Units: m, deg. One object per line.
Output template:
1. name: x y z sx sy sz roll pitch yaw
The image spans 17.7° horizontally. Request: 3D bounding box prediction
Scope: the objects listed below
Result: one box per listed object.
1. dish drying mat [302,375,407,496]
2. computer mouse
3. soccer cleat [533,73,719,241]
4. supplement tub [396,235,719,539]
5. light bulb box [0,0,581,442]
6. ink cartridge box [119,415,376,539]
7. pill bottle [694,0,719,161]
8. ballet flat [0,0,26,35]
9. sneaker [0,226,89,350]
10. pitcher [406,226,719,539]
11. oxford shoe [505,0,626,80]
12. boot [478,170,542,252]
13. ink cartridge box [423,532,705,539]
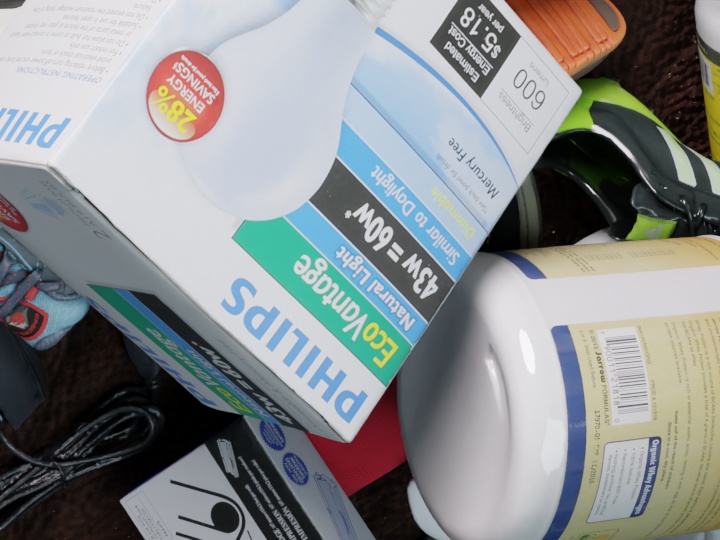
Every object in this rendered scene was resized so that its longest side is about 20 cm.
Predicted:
1. dish drying mat: -0.020 0.094 1.213 0.200 0.018 0.077 -35 134 26
2. computer mouse: -0.167 0.041 1.135 0.140 0.046 0.200 -28 126 -13
3. soccer cleat: 0.178 -0.029 1.220 0.081 0.200 0.068 -52 170 -47
4. supplement tub: 0.133 0.058 1.116 0.199 0.144 0.145 -4 117 -25
5. light bulb box: -0.045 -0.066 1.011 0.198 0.125 0.200 44 71 -31
6. ink cartridge box: -0.027 0.172 1.175 0.094 0.200 0.044 -35 179 29
7. pill bottle: 0.250 -0.071 1.280 0.112 0.112 0.200 -25 126 -17
8. ballet flat: -0.140 -0.101 1.060 0.199 0.068 0.068 -15 112 -24
9. sneaker: -0.155 -0.013 1.066 0.199 0.079 0.096 3 79 -34
10. pitcher: 0.145 0.084 1.249 0.200 0.171 0.121 -55 171 -25
11. oxford shoe: 0.045 -0.092 1.190 0.199 0.071 0.073 -21 148 -19
12. boot: 0.000 0.002 1.156 0.153 0.074 0.204 -16 157 -19
13. ink cartridge box: 0.110 0.190 1.317 0.200 0.145 0.084 -42 130 -4
